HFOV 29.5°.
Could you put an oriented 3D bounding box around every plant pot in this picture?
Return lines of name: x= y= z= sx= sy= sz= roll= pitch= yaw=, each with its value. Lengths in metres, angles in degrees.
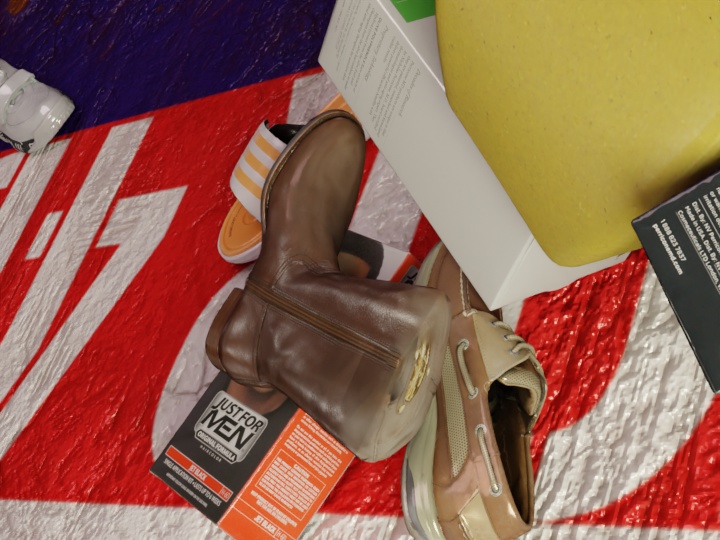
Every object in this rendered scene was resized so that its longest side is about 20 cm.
plant pot: x=0.147 y=-0.111 z=0.633 sx=0.197 sy=0.192 sz=0.201 roll=59 pitch=142 yaw=23

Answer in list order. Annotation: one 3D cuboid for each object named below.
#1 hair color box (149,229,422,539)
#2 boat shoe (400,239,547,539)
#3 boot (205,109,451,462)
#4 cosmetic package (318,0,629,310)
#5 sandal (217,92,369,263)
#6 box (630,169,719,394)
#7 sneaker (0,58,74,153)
hair color box: x=-0.036 y=0.074 z=0.864 sx=0.201 sy=0.061 sz=0.101 roll=-54 pitch=35 yaw=-11
boat shoe: x=0.070 y=0.065 z=0.759 sx=0.071 sy=0.076 sz=0.202 roll=-17 pitch=54 yaw=30
boot: x=0.000 y=0.000 z=0.776 sx=0.199 sy=0.064 sz=0.189 roll=15 pitch=82 yaw=59
cosmetic package: x=0.073 y=-0.089 z=0.783 sx=0.107 sy=0.085 sz=0.201 roll=-20 pitch=61 yaw=-31
sandal: x=-0.049 y=-0.099 z=1.043 sx=0.207 sy=0.059 sz=0.079 roll=-49 pitch=35 yaw=-1
box: x=0.211 y=-0.015 z=0.570 sx=0.140 sy=0.199 sz=0.080 roll=-29 pitch=75 yaw=20
sneaker: x=-0.383 y=-0.189 z=1.427 sx=0.199 sy=0.115 sz=0.076 roll=18 pitch=69 yaw=52
